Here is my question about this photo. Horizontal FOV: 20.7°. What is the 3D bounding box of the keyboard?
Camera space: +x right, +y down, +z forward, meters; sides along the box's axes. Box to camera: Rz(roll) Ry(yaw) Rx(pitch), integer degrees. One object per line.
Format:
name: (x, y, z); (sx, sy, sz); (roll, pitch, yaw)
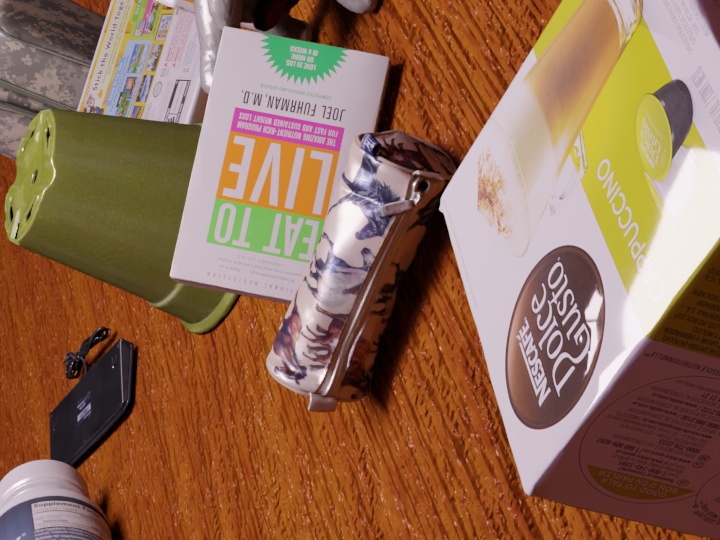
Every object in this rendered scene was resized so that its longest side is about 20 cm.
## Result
keyboard: (-0.272, 0.121, 1.985); (0.200, 0.021, 0.127); (-41, 47, 50)

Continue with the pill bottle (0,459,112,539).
pill bottle: (-0.284, 0.272, 1.809); (0.120, 0.119, 0.200); (-63, 27, 25)

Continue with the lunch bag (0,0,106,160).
lunch bag: (-0.331, -0.187, 2.073); (0.168, 0.200, 0.139); (-56, 28, 28)

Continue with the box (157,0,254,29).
box: (-0.108, -0.324, 1.770); (0.101, 0.112, 0.200); (35, 108, 63)

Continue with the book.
book: (-0.060, -0.077, 1.519); (0.048, 0.133, 0.200); (58, -138, -82)

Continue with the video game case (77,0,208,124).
video game case: (-0.196, -0.216, 1.921); (0.182, 0.023, 0.200); (8, 79, 46)

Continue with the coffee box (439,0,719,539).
coffee box: (0.179, -0.012, 0.882); (0.198, 0.200, 0.200); (-58, 29, 34)

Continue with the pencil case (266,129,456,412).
pencil case: (0.000, 0.000, 1.403); (0.089, 0.078, 0.200); (-104, 35, -71)

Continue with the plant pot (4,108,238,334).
plant pot: (-0.208, -0.060, 1.745); (0.200, 0.190, 0.200); (-42, 42, 52)

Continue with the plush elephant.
plush elephant: (-0.051, -0.256, 1.597); (0.155, 0.165, 0.200); (-8, 103, 26)
